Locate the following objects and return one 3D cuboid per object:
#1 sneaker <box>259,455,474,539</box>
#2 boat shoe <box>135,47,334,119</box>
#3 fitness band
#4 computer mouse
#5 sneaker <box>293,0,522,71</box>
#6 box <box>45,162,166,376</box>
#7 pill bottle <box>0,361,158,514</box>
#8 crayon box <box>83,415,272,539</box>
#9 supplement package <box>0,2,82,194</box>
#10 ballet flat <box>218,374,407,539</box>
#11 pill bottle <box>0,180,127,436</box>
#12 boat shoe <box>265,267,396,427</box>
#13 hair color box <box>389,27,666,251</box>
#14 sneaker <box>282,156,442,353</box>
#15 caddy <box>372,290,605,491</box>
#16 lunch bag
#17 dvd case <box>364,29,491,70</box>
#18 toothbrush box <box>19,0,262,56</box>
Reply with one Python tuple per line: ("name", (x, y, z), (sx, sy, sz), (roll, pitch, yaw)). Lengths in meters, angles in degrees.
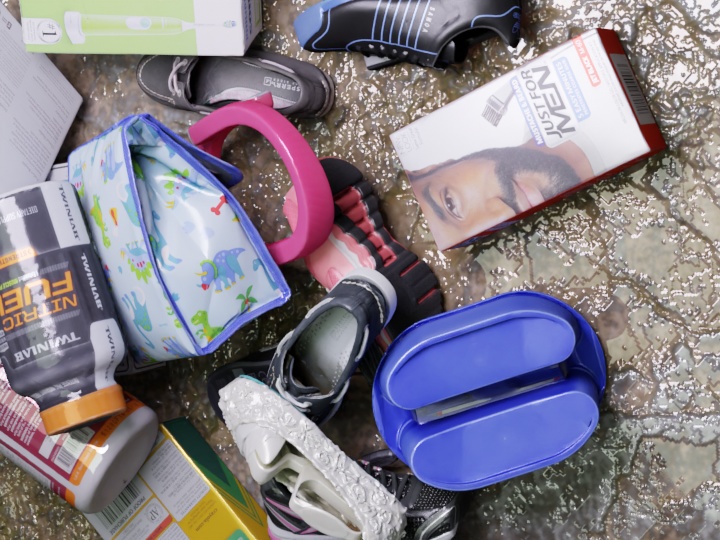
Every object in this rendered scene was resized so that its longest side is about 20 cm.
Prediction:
("sneaker", (-0.004, 0.196, 1.522), (0.198, 0.081, 0.087), (-8, 123, 23))
("boat shoe", (-0.120, -0.170, 1.570), (0.198, 0.057, 0.068), (10, 98, 22))
("fitness band", (-0.090, -0.073, 1.519), (0.200, 0.037, 0.145), (-17, 94, 60))
("computer mouse", (-0.035, 0.118, 1.564), (0.199, 0.046, 0.141), (-22, 105, 36))
("sneaker", (0.038, -0.200, 1.473), (0.198, 0.070, 0.079), (-13, 83, 23))
("box", (-0.255, 0.000, 1.642), (0.116, 0.060, 0.202), (-6, 92, 24))
("pill bottle", (-0.287, 0.118, 1.576), (0.199, 0.109, 0.110), (34, 107, 12))
("crayon box", (-0.148, 0.251, 1.622), (0.126, 0.051, 0.200), (-46, 76, 20))
("supplement package", (-0.378, -0.118, 1.581), (0.150, 0.152, 0.201), (2, 58, 31))
("ballet flat", (-0.049, 0.164, 1.461), (0.199, 0.072, 0.072), (37, 108, 11))
("pill bottle", (-0.259, 0.035, 1.486), (0.106, 0.106, 0.202), (-22, 85, 23))
("boat shoe", (-0.041, 0.079, 1.478), (0.075, 0.060, 0.201), (35, 126, 9))
("hair color box", (0.137, -0.106, 1.461), (0.199, 0.064, 0.112), (-27, 85, 24))
("sneaker", (0.000, 0.000, 1.538), (0.087, 0.073, 0.201), (-30, 89, 53))
("caddy", (0.107, 0.099, 1.462), (0.198, 0.105, 0.143), (-17, 96, 3))
("lunch bag", (-0.172, -0.032, 1.521), (0.201, 0.127, 0.170), (59, 153, -8))
("dvd case", (0.047, -0.286, 1.509), (0.142, 0.018, 0.202), (-14, 89, 25))
("toothbrush box", (-0.192, -0.268, 1.533), (0.198, 0.086, 0.147), (2, 114, 10))
